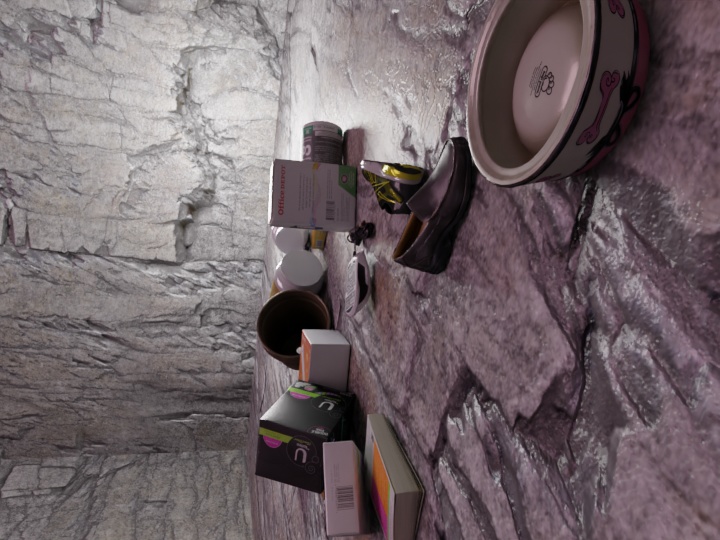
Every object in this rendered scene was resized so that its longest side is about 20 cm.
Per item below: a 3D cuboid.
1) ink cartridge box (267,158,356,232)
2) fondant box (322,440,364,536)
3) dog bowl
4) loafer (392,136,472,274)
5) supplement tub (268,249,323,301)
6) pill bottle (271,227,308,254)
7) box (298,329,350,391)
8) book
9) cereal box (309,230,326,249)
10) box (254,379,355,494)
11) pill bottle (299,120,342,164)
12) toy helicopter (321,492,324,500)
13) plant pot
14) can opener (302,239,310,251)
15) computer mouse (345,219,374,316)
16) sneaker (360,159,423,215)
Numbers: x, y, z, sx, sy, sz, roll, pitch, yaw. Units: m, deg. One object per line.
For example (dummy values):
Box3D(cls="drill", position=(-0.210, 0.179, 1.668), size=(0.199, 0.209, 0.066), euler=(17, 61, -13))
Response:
Box3D(cls="ink cartridge box", position=(-0.115, -0.173, 1.263), size=(0.087, 0.196, 0.149), euler=(166, 106, -73))
Box3D(cls="fondant box", position=(-0.023, 0.402, 0.979), size=(0.201, 0.057, 0.147), euler=(79, -175, -64))
Box3D(cls="dog bowl", position=(0.175, -0.175, 0.494), size=(0.200, 0.072, 0.205), euler=(-176, 90, -73))
Box3D(cls="loafer", position=(0.098, -0.086, 0.739), size=(0.073, 0.071, 0.203), euler=(-114, 32, -59))
Box3D(cls="supplement tub", position=(-0.188, 0.049, 1.573), size=(0.201, 0.142, 0.147), euler=(115, 152, -51))
Box3D(cls="pill bottle", position=(-0.212, -0.124, 1.628), size=(0.201, 0.110, 0.114), euler=(-105, 23, -66))
Box3D(cls="box", position=(-0.092, 0.256, 1.287), size=(0.124, 0.096, 0.204), euler=(-149, 64, -72))
Box3D(cls="book", position=(0.043, 0.356, 0.902), size=(0.200, 0.047, 0.136), euler=(-125, 37, -66))
Box3D(cls="cereal box", position=(-0.128, -0.182, 1.588), size=(0.202, 0.039, 0.146), euler=(-105, 22, -46))
Box3D(cls="box", position=(-0.109, 0.335, 1.115), size=(0.200, 0.146, 0.127), euler=(-37, -44, -70))
Box3D(cls="pill bottle", position=(-0.102, -0.269, 1.388), size=(0.113, 0.111, 0.204), euler=(155, 117, -71))
Box3D(cls="toy helicopter", position=(-0.102, 0.472, 1.335), size=(0.132, 0.077, 0.204), euler=(-147, 49, -64))
Box3D(cls="plant pot", position=(-0.173, 0.181, 1.468), size=(0.175, 0.196, 0.203), euler=(89, 174, -57))
Box3D(cls="can opener", position=(-0.190, -0.056, 1.774), size=(0.062, 0.078, 0.204), euler=(-4, 86, 34))
Box3D(cls="computer mouse", position=(0.000, 0.000, 1.121), size=(0.110, 0.043, 0.204), euler=(140, 136, -62))
Box3D(cls="sneaker", position=(0.044, -0.144, 0.932), size=(0.200, 0.073, 0.086), euler=(-138, 53, -69))
